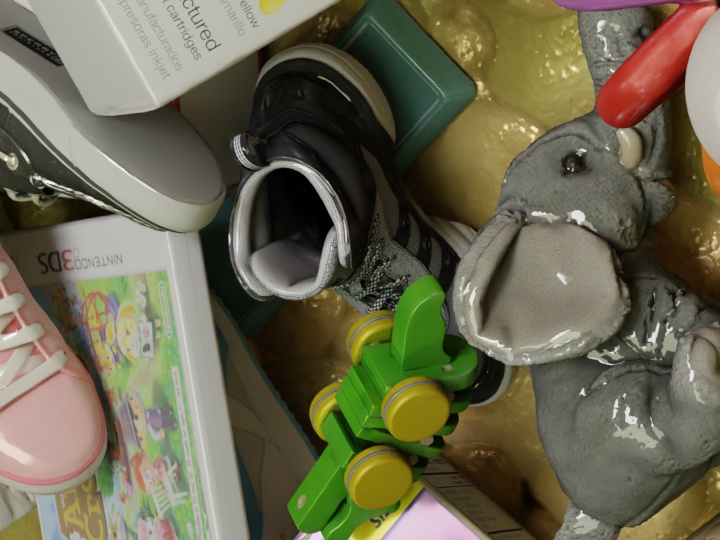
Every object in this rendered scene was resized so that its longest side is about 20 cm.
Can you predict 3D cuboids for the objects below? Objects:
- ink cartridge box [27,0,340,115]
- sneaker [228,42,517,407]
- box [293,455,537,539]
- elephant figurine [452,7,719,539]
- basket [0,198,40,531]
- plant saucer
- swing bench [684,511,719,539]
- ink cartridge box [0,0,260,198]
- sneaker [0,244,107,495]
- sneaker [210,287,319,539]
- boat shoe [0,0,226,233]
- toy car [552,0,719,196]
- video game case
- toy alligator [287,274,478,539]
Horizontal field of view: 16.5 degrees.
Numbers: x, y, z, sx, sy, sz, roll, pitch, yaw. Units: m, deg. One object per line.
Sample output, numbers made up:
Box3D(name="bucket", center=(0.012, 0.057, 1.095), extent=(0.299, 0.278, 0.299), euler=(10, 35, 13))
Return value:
Box3D(name="ink cartridge box", center=(-0.050, -0.176, 1.042), extent=(0.145, 0.200, 0.145), euler=(60, 166, -10))
Box3D(name="sneaker", center=(0.000, 0.000, 1.155), extent=(0.075, 0.114, 0.200), euler=(-22, 110, 29))
Box3D(name="box", center=(0.037, 0.211, 1.193), extent=(0.200, 0.097, 0.176), euler=(41, 97, 15))
Box3D(name="elephant figurine", center=(0.104, 0.002, 1.113), extent=(0.200, 0.155, 0.142), euler=(51, 152, 11))
Box3D(name="basket", center=(-0.242, 0.050, 1.314), extent=(0.123, 0.136, 0.200), euler=(-18, 100, 31))
Box3D(name="plant saucer", center=(-0.027, -0.047, 1.224), extent=(0.070, 0.019, 0.200), euler=(47, 123, 6))
Box3D(name="swing bench", center=(0.260, 0.172, 1.084), extent=(0.200, 0.130, 0.199), euler=(-29, 94, 40))
Box3D(name="ink cartridge box", center=(-0.152, -0.113, 1.221), extent=(0.200, 0.083, 0.147), euler=(6, 108, 30))
Box3D(name="sneaker", center=(-0.192, 0.014, 1.165), extent=(0.200, 0.075, 0.105), euler=(54, 165, 11))
Box3D(name="sneaker", center=(-0.100, 0.063, 1.262), extent=(0.200, 0.081, 0.077), euler=(53, 144, 4))
Box3D(name="boat shoe", center=(-0.144, -0.066, 1.143), extent=(0.200, 0.071, 0.064), euler=(37, 119, 25))
Box3D(name="toy car", center=(0.148, -0.121, 1.001), extent=(0.150, 0.175, 0.200), euler=(-14, 102, 35))
Box3D(name="video game case", center=(-0.117, 0.073, 1.209), extent=(0.182, 0.022, 0.200), euler=(-6, 94, 56))
Box3D(name="toy alligator", center=(0.007, 0.087, 1.133), extent=(0.200, 0.054, 0.059), euler=(-63, 35, 26))
